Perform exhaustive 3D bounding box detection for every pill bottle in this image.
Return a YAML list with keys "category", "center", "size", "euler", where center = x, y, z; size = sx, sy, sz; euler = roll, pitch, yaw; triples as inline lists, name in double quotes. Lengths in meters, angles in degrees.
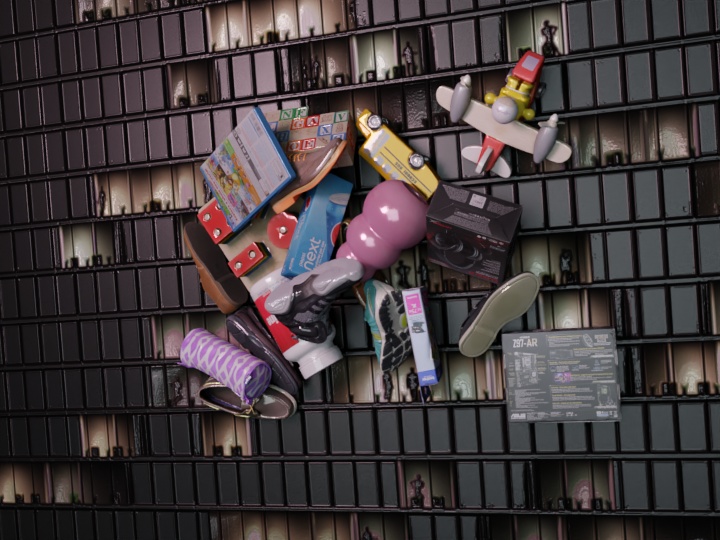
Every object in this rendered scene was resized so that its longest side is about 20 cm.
- category: "pill bottle"
  center: [-0.117, 0.097, 1.529]
  size: [0.111, 0.112, 0.202]
  euler: [-32, 84, 14]

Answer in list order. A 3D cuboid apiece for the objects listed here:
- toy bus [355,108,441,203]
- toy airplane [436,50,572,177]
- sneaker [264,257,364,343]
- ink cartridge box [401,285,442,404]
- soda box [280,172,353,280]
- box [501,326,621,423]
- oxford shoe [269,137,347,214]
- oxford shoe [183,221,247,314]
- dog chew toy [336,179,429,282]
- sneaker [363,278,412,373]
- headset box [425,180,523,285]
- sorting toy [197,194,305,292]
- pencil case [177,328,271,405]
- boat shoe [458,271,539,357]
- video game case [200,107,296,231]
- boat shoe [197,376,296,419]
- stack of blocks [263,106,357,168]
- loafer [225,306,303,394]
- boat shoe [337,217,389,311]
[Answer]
- category: "toy bus"
  center: [0.066, -0.206, 1.490]
  size: [0.200, 0.065, 0.078]
  euler: [44, 104, 9]
- category: "toy airplane"
  center: [0.245, -0.258, 1.397]
  size: [0.197, 0.141, 0.202]
  euler: [-17, 88, 15]
- category: "sneaker"
  center: [-0.062, 0.057, 1.416]
  size: [0.198, 0.076, 0.115]
  euler: [-22, 116, 23]
- category: "ink cartridge box"
  center: [0.116, 0.131, 1.459]
  size: [0.041, 0.119, 0.203]
  euler: [-9, 89, 10]
- category: "soda box"
  center: [-0.080, -0.076, 1.490]
  size: [0.067, 0.064, 0.203]
  euler: [22, 74, -20]
- category: "box"
  center: [0.355, 0.185, 1.433]
  size: [0.197, 0.043, 0.163]
  euler: [-5, 91, 16]
- category: "oxford shoe"
  center: [-0.106, -0.181, 1.442]
  size: [0.199, 0.071, 0.073]
  euler: [-36, 103, 28]
- category: "oxford shoe"
  center: [-0.302, -0.002, 1.604]
  size: [0.071, 0.071, 0.202]
  euler: [-40, 75, 39]
- category: "dog chew toy"
  center: [0.033, -0.061, 1.422]
  size: [0.124, 0.124, 0.200]
  euler: [44, 105, 10]
- category: "sneaker"
  center: [0.047, 0.100, 1.480]
  size: [0.079, 0.077, 0.202]
  euler: [37, 144, 45]
- category: "headset box"
  center: [0.194, -0.057, 1.402]
  size: [0.147, 0.201, 0.078]
  euler: [20, 68, 13]
- category: "sorting toy"
  center: [-0.200, -0.093, 1.567]
  size: [0.198, 0.070, 0.201]
  euler: [-37, 82, 14]
- category: "pencil case"
  center: [-0.262, 0.183, 1.567]
  size: [0.198, 0.084, 0.087]
  euler: [24, 91, 33]
- category: "boat shoe"
  center: [0.241, 0.065, 1.435]
  size: [0.074, 0.066, 0.201]
  euler: [21, 121, -17]
- category: "video game case"
  center: [-0.209, -0.180, 1.476]
  size: [0.199, 0.018, 0.144]
  euler: [-36, 80, 41]
- category: "boat shoe"
  center: [-0.224, 0.255, 1.587]
  size: [0.197, 0.059, 0.073]
  euler: [14, 107, 15]
- category: "stack of blocks"
  center: [-0.109, -0.245, 1.512]
  size: [0.197, 0.059, 0.116]
  euler: [-6, 54, 16]
- category: "loafer"
  center: [-0.175, 0.150, 1.574]
  size: [0.200, 0.063, 0.072]
  euler: [45, 145, 8]
- category: "boat shoe"
  center: [0.000, 0.000, 1.514]
  size: [0.071, 0.068, 0.202]
  euler: [-24, 87, 14]
